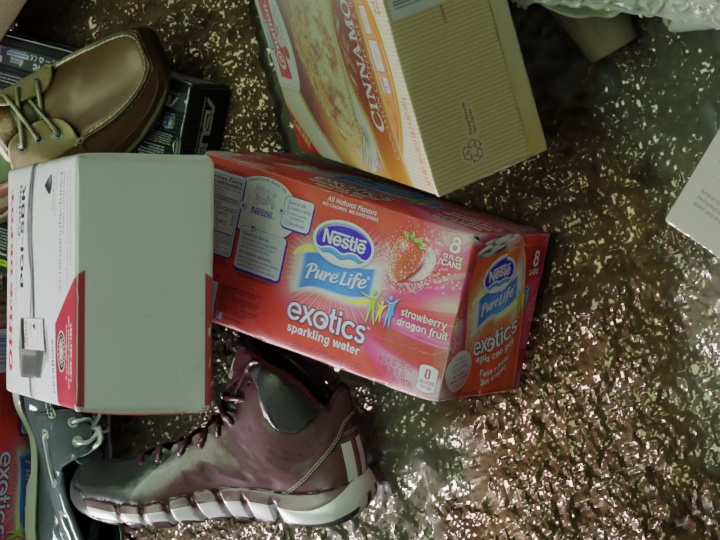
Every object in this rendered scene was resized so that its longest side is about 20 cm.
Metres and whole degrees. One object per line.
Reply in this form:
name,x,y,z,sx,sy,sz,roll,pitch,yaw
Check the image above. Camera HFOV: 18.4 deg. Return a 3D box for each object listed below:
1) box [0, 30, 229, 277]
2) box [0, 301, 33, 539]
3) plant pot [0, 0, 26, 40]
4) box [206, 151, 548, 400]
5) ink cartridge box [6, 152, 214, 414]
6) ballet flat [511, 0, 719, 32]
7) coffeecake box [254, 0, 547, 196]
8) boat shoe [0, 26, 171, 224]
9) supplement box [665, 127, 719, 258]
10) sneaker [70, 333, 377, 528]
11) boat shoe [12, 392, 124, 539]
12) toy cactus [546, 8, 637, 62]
box,-0.190,-0.066,1.488,0.199,0.044,0.161,16,100,32
box,-0.259,0.125,1.502,0.095,0.099,0.201,9,96,33
plant pot,-0.325,-0.211,1.463,0.200,0.199,0.177,-51,56,23
box,0.000,0.000,1.326,0.199,0.095,0.100,18,102,32
ink cartridge box,-0.153,0.007,1.323,0.200,0.082,0.148,178,92,-70
ballet flat,0.158,-0.163,1.218,0.199,0.072,0.072,8,97,-9
coffeecake box,0.011,-0.138,1.254,0.200,0.073,0.154,23,134,65
boat shoe,-0.207,-0.087,1.427,0.200,0.074,0.076,-34,73,28
supplement box,0.270,-0.074,1.172,0.126,0.073,0.201,39,111,25
sneaker,-0.090,0.095,1.384,0.199,0.076,0.116,-2,107,14
boat shoe,-0.182,0.108,1.457,0.062,0.073,0.201,18,115,37
toy cactus,0.105,-0.199,1.281,0.199,0.102,0.166,-27,95,28
